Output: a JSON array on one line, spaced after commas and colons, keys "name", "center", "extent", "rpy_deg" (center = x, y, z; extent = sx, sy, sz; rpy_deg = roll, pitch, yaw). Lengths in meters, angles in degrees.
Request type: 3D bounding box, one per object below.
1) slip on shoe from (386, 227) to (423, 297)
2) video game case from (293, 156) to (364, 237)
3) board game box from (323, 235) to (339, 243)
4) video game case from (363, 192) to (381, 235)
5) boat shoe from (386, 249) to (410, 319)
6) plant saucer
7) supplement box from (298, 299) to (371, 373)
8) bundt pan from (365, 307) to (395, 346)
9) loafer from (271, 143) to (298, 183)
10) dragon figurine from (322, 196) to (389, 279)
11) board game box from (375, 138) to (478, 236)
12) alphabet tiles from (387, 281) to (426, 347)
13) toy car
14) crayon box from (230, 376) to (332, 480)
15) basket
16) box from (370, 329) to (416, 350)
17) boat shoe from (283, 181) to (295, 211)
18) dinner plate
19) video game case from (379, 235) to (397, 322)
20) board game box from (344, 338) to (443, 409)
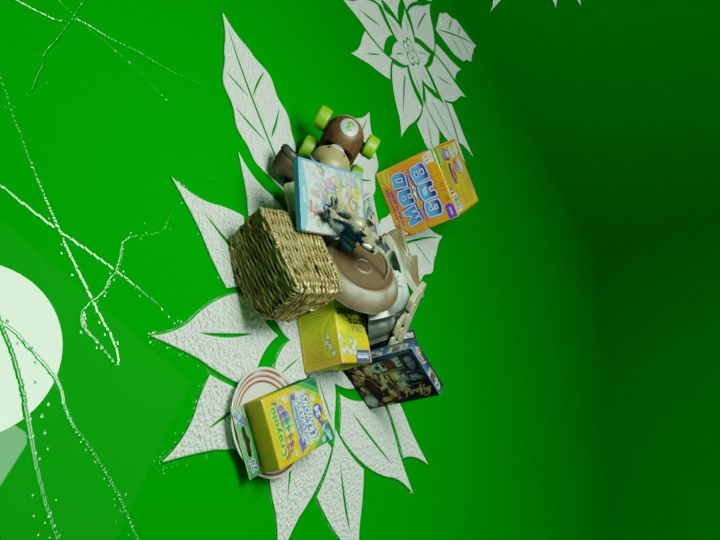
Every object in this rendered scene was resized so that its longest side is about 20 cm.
[{"name": "slip on shoe", "center": [0.133, -0.022, 1.718], "extent": [0.203, 0.060, 0.076], "rpy_deg": [63, 4, 9]}, {"name": "video game case", "center": [-0.060, -0.143, 1.286], "extent": [0.198, 0.018, 0.147], "rpy_deg": [6, 79, -50]}, {"name": "board game box", "center": [-0.064, -0.080, 1.466], "extent": [0.121, 0.031, 0.204], "rpy_deg": [89, 5, -56]}, {"name": "video game case", "center": [0.010, -0.086, 1.582], "extent": [0.200, 0.023, 0.186], "rpy_deg": [-44, 124, -62]}, {"name": "boat shoe", "center": [0.077, 0.030, 1.534], "extent": [0.202, 0.072, 0.068], "rpy_deg": [-97, 169, -50]}, {"name": "plant saucer", "center": [0.000, 0.000, 1.318], "extent": [0.196, 0.037, 0.203], "rpy_deg": [19, 42, -17]}, {"name": "supplement box", "center": [-0.061, 0.110, 1.350], "extent": [0.108, 0.108, 0.205], "rpy_deg": [9, 67, -53]}, {"name": "bundt pan", "center": [0.030, 0.073, 1.431], "extent": [0.202, 0.074, 0.208], "rpy_deg": [172, -90, -80]}, {"name": "loafer", "center": [-0.142, -0.208, 1.443], "extent": [0.200, 0.071, 0.073], "rpy_deg": [48, 3, -46]}, {"name": "dragon figurine", "center": [-0.002, -0.072, 1.272], "extent": [0.059, 0.098, 0.201], "rpy_deg": [-57, 135, -23]}, {"name": "board game box", "center": [0.200, -0.243, 1.840], "extent": [0.199, 0.197, 0.204], "rpy_deg": [-33, 101, -57]}, {"name": "alphabet tiles", "center": [0.105, 0.126, 1.469], "extent": [0.014, 0.203, 0.196], "rpy_deg": [26, 31, 12]}, {"name": "toy car", "center": [-0.059, -0.263, 1.431], "extent": [0.162, 0.160, 0.201], "rpy_deg": [29, 24, -7]}, {"name": "crayon box", "center": [-0.140, 0.286, 1.155], "extent": [0.198, 0.051, 0.129], "rpy_deg": [-12, 84, -57]}, {"name": "basket", "center": [-0.151, -0.004, 1.231], "extent": [0.147, 0.142, 0.203], "rpy_deg": [1, 55, -53]}, {"name": "box", "center": [0.090, 0.237, 1.575], "extent": [0.198, 0.043, 0.165], "rpy_deg": [3, 72, -56]}, {"name": "boat shoe", "center": [-0.131, -0.098, 1.396], "extent": [0.072, 0.063, 0.205], "rpy_deg": [-55, 139, -67]}, {"name": "dinner plate", "center": [-0.175, 0.284, 1.171], "extent": [0.199, 0.024, 0.205], "rpy_deg": [30, 51, -46]}, {"name": "video game case", "center": [0.075, 0.030, 1.646], "extent": [0.202, 0.019, 0.145], "rpy_deg": [60, 32, -41]}, {"name": "board game box", "center": [0.069, 0.236, 1.401], "extent": [0.137, 0.197, 0.035], "rpy_deg": [57, 36, -19]}]
